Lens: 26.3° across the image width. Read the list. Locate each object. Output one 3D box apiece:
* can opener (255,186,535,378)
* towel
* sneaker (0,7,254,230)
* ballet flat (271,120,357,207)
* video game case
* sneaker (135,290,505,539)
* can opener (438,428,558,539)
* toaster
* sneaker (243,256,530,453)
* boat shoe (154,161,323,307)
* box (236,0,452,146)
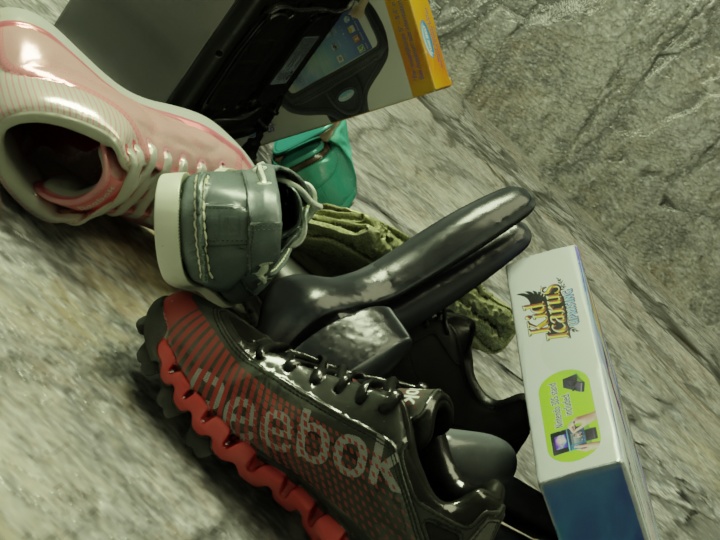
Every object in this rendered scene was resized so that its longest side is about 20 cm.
[{"bbox_3d":[0.019,0.015,0.827,0.199,0.064,0.079,-31,65,-32],"label":"can opener"},{"bbox_3d":[0.000,0.000,0.971,0.147,0.037,0.199,14,-11,38],"label":"towel"},{"bbox_3d":[-0.124,-0.049,0.814,0.200,0.075,0.105,34,22,-37],"label":"sneaker"},{"bbox_3d":[-0.034,-0.080,1.230,0.200,0.067,0.071,-92,157,-72],"label":"ballet flat"},{"bbox_3d":[0.129,0.119,0.823,0.182,0.045,0.201,-89,161,-56],"label":"video game case"},{"bbox_3d":[-0.014,0.070,0.698,0.200,0.098,0.071,44,15,11],"label":"sneaker"},{"bbox_3d":[0.071,0.125,0.804,0.066,0.054,0.200,1,-21,35],"label":"can opener"},{"bbox_3d":[-0.099,-0.176,1.067,0.119,0.201,0.181,42,20,11],"label":"toaster"},{"bbox_3d":[0.016,0.045,0.885,0.200,0.091,0.076,42,14,3],"label":"sneaker"},{"bbox_3d":[-0.050,-0.019,0.774,0.200,0.061,0.074,1,86,-82],"label":"boat shoe"},{"bbox_3d":[-0.040,-0.167,1.166,0.041,0.198,0.120,-29,103,-65],"label":"box"}]
